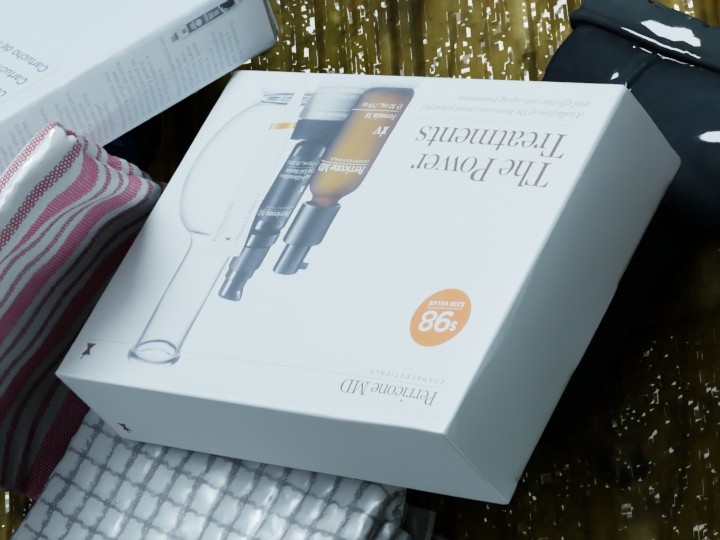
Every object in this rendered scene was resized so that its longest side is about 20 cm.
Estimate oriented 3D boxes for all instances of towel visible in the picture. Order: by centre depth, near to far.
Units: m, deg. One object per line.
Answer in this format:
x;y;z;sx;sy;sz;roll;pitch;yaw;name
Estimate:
-0.070;0.150;1.068;0.165;0.086;0.200;19;77;37;towel
-0.125;0.022;1.072;0.030;0.200;0.146;36;91;16;towel

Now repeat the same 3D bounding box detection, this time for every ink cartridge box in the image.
-0.167;-0.084;1.127;0.200;0.041;0.200;-34;34;-23;ink cartridge box

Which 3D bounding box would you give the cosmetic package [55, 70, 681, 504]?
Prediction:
0.000;0.000;1.014;0.200;0.052;0.151;5;60;43;cosmetic package

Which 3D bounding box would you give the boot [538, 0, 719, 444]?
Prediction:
0.117;-0.004;1.031;0.200;0.076;0.168;29;83;37;boot

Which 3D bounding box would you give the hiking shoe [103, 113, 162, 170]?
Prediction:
-0.176;-0.021;1.157;0.200;0.074;0.087;-18;45;3;hiking shoe
